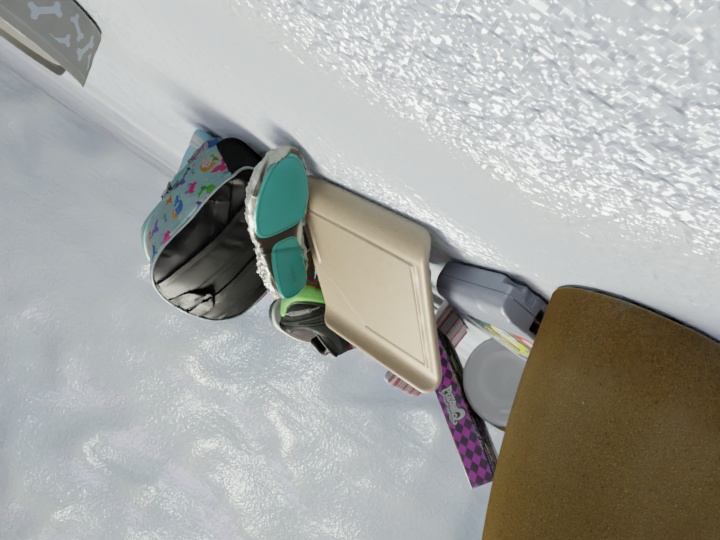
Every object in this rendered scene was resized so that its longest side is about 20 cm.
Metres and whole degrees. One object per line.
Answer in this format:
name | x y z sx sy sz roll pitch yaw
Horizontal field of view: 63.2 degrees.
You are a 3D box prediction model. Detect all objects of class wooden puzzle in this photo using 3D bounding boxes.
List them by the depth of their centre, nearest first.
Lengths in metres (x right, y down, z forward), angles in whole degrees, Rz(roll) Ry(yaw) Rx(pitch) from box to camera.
wooden puzzle | 0.013 0.012 0.617 0.183 0.037 0.204 29 141 38

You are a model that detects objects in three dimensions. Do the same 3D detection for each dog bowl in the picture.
dog bowl | -0.350 -0.270 0.581 0.198 0.059 0.200 33 175 3

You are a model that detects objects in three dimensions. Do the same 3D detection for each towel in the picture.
towel | 0.105 0.127 0.923 0.030 0.147 0.200 37 177 24

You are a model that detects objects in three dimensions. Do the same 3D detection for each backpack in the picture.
backpack | -0.166 -0.045 0.718 0.177 0.201 0.151 36 -172 -46

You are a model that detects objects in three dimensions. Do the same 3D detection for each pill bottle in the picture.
pill bottle | 0.209 0.164 0.802 0.110 0.113 0.200 30 174 27

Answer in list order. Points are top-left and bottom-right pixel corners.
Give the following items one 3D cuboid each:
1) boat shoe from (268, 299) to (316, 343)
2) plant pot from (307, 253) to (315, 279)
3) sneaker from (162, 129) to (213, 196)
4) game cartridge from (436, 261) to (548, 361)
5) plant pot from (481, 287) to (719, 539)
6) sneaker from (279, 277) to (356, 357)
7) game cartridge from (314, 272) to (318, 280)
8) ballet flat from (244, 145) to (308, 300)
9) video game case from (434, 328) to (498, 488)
boat shoe | -0.069 0.063 0.842 0.061 0.075 0.198 -1 179 35
plant pot | -0.136 -0.039 0.914 0.199 0.093 0.201 37 175 4
sneaker | -0.222 -0.110 0.847 0.078 0.132 0.200 30 175 10
game cartridge | 0.167 0.063 0.570 0.198 0.041 0.133 36 178 -23
plant pot | 0.170 0.148 0.413 0.184 0.203 0.186 32 176 3
sneaker | -0.024 0.075 0.784 0.197 0.085 0.077 23 -173 -27
game cartridge | 0.014 0.052 0.925 0.198 0.135 0.040 36 -142 15
ballet flat | -0.093 -0.051 0.606 0.071 0.072 0.203 30 141 21
video game case | 0.139 0.188 0.803 0.181 0.035 0.204 43 -155 -67
